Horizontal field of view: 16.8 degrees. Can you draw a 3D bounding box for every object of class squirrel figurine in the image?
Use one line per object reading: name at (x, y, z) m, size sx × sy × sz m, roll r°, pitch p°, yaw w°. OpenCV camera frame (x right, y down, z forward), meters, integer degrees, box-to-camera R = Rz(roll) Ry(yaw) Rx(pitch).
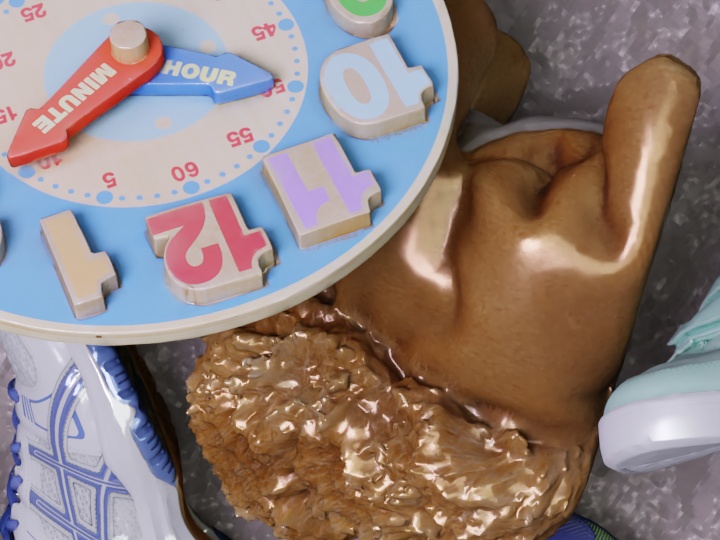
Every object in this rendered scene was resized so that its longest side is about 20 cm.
squirrel figurine at (0.000, 0.000, 0.823) m, size 0.187 × 0.142 × 0.200 m, roll 17°, pitch 91°, yaw 6°

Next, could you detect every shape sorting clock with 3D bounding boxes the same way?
shape sorting clock at (-0.070, -0.061, 0.753) m, size 0.200 × 0.039 × 0.200 m, roll 0°, pitch 57°, yaw -1°

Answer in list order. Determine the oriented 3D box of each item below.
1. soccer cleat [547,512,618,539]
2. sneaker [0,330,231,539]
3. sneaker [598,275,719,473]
soccer cleat at (0.047, 0.181, 0.866) m, size 0.084 × 0.065 × 0.200 m, roll 19°, pitch 94°, yaw -7°
sneaker at (-0.101, 0.084, 0.857) m, size 0.088 × 0.075 × 0.200 m, roll -25°, pitch 92°, yaw 3°
sneaker at (0.131, -0.007, 0.808) m, size 0.074 × 0.200 × 0.118 m, roll -19°, pitch 90°, yaw 44°
